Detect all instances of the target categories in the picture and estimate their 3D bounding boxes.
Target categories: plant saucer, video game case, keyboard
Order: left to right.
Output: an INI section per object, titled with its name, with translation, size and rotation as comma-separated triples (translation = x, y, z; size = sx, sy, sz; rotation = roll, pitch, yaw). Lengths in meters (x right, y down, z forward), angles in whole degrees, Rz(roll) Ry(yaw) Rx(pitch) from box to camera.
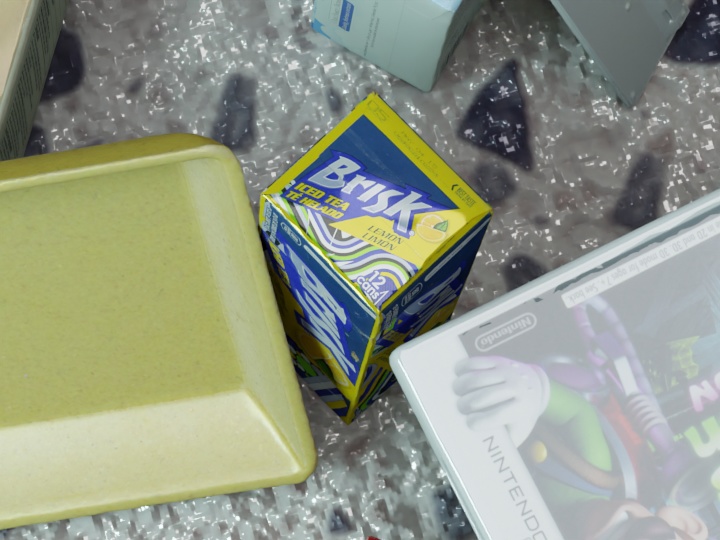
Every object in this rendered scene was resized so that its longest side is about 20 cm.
[plant saucer]
translation = -0.131, 0.021, 1.094
size = 0.199, 0.200, 0.049
rotation = -10, 45, 3
[keyboard]
translation = 0.093, -0.145, 1.156
size = 0.011, 0.200, 0.056
rotation = 26, 76, 39
[video game case]
translation = 0.139, 0.069, 1.041
size = 0.199, 0.023, 0.182
rotation = -26, 79, -9

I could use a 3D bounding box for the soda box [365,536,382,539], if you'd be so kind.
[soda box]
translation = -0.014, 0.216, 1.108
size = 0.063, 0.070, 0.201
rotation = 25, 76, 4

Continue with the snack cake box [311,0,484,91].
[snack cake box]
translation = 0.056, -0.192, 1.192
size = 0.067, 0.115, 0.200
rotation = 29, 76, 4

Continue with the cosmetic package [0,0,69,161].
[cosmetic package]
translation = -0.174, -0.103, 1.162
size = 0.071, 0.105, 0.201
rotation = 14, 74, 0

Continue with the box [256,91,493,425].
[box]
translation = 0.000, 0.000, 1.096
size = 0.064, 0.200, 0.070
rotation = -43, 82, -13
